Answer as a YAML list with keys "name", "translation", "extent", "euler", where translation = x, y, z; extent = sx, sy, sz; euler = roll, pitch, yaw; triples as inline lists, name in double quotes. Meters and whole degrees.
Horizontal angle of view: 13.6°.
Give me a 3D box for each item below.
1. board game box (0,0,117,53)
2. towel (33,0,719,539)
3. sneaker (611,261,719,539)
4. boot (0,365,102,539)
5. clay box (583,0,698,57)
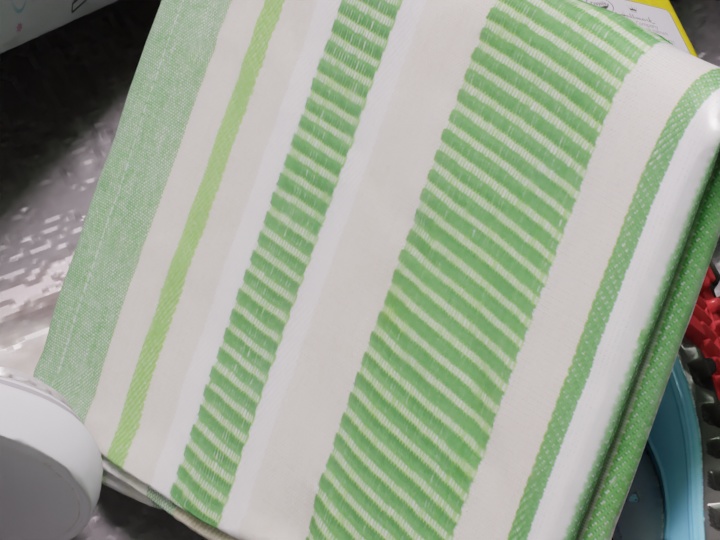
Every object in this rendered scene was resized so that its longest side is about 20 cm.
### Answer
- name: "board game box"
  translation: [-0.130, -0.121, 0.865]
  extent: [0.147, 0.065, 0.200]
  euler: [16, 27, 25]
- name: "towel"
  translation: [0.000, 0.000, 0.697]
  extent: [0.023, 0.153, 0.200]
  euler: [15, 7, -40]
- name: "sneaker"
  translation: [0.053, 0.069, 0.696]
  extent: [0.095, 0.079, 0.201]
  euler: [-27, 45, 19]
- name: "boot"
  translation: [-0.152, 0.015, 0.766]
  extent: [0.199, 0.074, 0.096]
  euler: [4, 52, 15]
- name: "clay box"
  translation: [0.014, -0.097, 0.817]
  extent: [0.114, 0.048, 0.201]
  euler: [6, 46, -33]
